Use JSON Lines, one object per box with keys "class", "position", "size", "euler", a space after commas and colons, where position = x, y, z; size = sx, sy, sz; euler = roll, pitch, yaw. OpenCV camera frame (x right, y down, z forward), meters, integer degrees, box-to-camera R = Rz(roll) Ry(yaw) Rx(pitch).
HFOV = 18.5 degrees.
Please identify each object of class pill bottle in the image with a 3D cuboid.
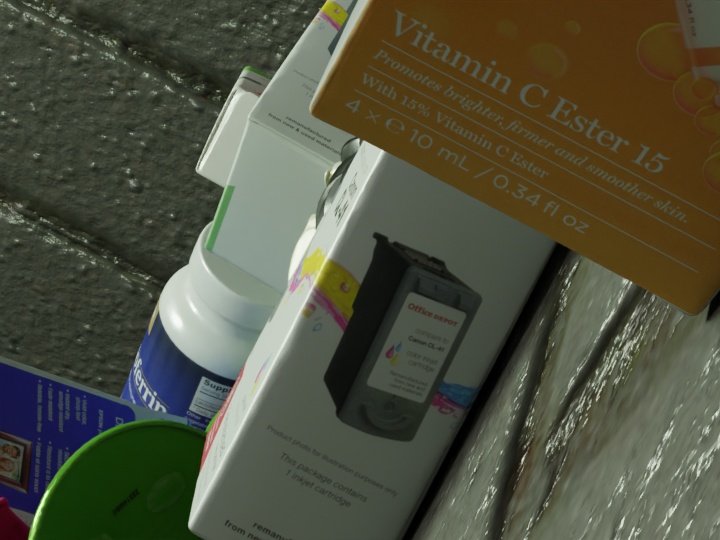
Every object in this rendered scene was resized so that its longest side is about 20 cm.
{"class": "pill bottle", "position": [-0.101, 0.064, 1.593], "size": [0.116, 0.115, 0.201], "euler": [-69, 4, -54]}

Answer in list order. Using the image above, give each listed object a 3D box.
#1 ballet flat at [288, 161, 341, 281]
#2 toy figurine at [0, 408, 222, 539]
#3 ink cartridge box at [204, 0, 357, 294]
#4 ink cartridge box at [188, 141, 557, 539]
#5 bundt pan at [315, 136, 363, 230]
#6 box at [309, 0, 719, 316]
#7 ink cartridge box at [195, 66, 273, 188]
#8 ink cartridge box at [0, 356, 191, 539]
{"class": "ballet flat", "position": [-0.002, -0.018, 1.300], "size": [0.069, 0.071, 0.201], "euler": [-12, 42, 38]}
{"class": "toy figurine", "position": [-0.140, 0.143, 1.202], "size": [0.200, 0.151, 0.183], "euler": [-42, 21, -32]}
{"class": "ink cartridge box", "position": [-0.013, -0.101, 1.479], "size": [0.201, 0.087, 0.146], "euler": [-57, -6, -37]}
{"class": "ink cartridge box", "position": [0.010, 0.022, 0.932], "size": [0.201, 0.085, 0.148], "euler": [-63, 5, 9]}
{"class": "bundt pan", "position": [0.037, -0.072, 1.195], "size": [0.203, 0.075, 0.202], "euler": [-62, 4, 8]}
{"class": "box", "position": [0.088, -0.106, 0.564], "size": [0.201, 0.124, 0.098], "euler": [-59, 6, 42]}
{"class": "ink cartridge box", "position": [-0.058, -0.101, 1.913], "size": [0.085, 0.145, 0.200], "euler": [-62, 5, 9]}
{"class": "ink cartridge box", "position": [-0.192, 0.156, 1.318], "size": [0.043, 0.199, 0.200], "euler": [-34, 46, 42]}
